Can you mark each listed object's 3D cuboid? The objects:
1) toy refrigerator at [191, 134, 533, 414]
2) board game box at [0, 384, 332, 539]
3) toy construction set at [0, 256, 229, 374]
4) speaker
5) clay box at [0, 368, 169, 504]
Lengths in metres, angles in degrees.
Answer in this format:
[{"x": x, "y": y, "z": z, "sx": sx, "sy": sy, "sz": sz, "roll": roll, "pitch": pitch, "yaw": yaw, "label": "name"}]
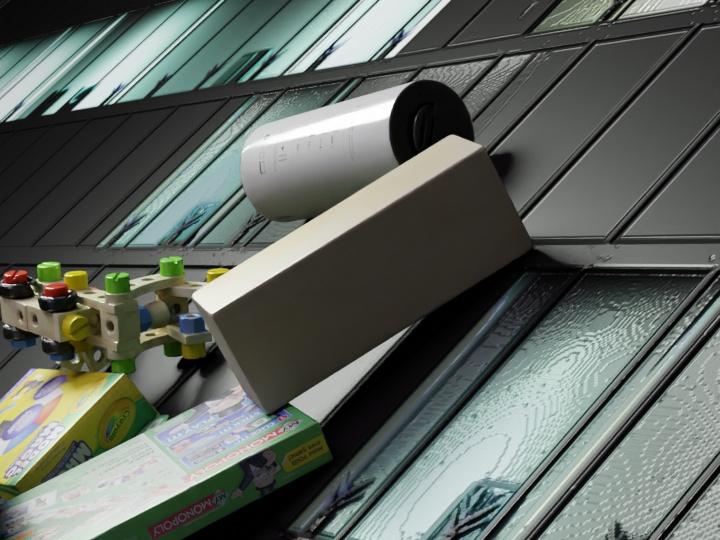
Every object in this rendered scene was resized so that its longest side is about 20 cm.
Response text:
[{"x": 0.000, "y": 0.000, "z": 1.314, "sx": 0.199, "sy": 0.076, "sz": 0.070, "roll": -32, "pitch": 18, "yaw": -9, "label": "toy refrigerator"}, {"x": -0.128, "y": 0.134, "z": 1.280, "sx": 0.199, "sy": 0.029, "sz": 0.134, "roll": -26, "pitch": 17, "yaw": -14, "label": "board game box"}, {"x": -0.193, "y": 0.032, "z": 1.574, "sx": 0.130, "sy": 0.093, "sz": 0.199, "roll": -13, "pitch": 1, "yaw": -36, "label": "toy construction set"}, {"x": -0.005, "y": -0.087, "z": 1.556, "sx": 0.199, "sy": 0.081, "sz": 0.081, "roll": -11, "pitch": 33, "yaw": 53, "label": "speaker"}, {"x": -0.225, "y": 0.126, "z": 1.518, "sx": 0.115, "sy": 0.048, "sz": 0.200, "roll": -47, "pitch": 20, "yaw": -24, "label": "clay box"}]
